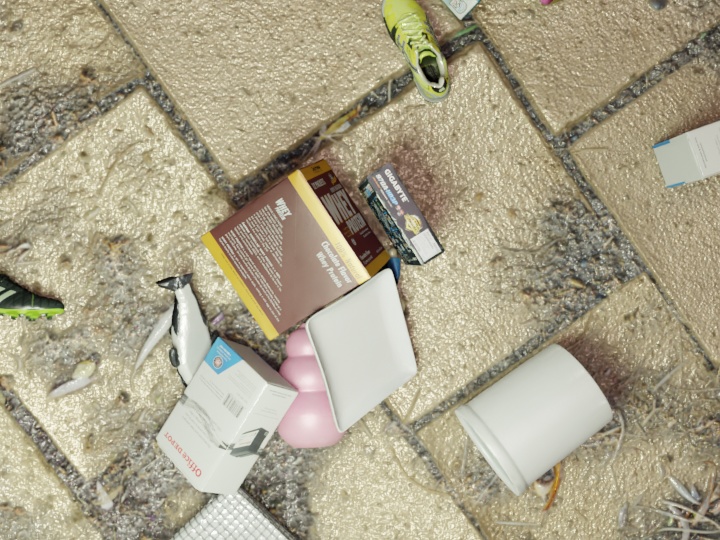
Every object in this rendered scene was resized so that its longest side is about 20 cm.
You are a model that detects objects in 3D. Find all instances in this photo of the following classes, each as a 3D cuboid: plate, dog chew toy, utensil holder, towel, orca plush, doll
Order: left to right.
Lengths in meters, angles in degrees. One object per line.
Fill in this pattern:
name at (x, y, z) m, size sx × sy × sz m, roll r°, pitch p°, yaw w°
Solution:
orca plush at (-0.298, 0.101, 1.482) m, size 0.105 × 0.071 × 0.200 m, roll -45°, pitch 129°, yaw -41°
towel at (-0.200, 0.462, 1.494) m, size 0.200 × 0.086 × 0.166 m, roll 44°, pitch 89°, yaw -6°
dog chew toy at (-0.080, 0.186, 1.484) m, size 0.124 × 0.125 × 0.200 m, roll -2°, pitch 83°, yaw -5°
plate at (-0.001, 0.123, 1.444) m, size 0.200 × 0.032 × 0.200 m, roll -32°, pitch 116°, yaw -38°
doll at (0.000, 0.000, 1.518) m, size 0.136 × 0.048 × 0.200 m, roll -42°, pitch 91°, yaw -2°
utensil holder at (0.284, 0.240, 1.490) m, size 0.200 × 0.170 × 0.170 m, roll -35°, pitch 94°, yaw -6°

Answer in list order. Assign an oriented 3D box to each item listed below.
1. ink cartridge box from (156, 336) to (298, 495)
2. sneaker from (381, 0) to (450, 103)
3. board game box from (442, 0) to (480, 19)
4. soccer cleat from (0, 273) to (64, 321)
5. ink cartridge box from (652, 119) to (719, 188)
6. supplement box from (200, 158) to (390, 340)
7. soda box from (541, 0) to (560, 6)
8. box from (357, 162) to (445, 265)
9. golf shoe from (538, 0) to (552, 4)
ink cartridge box at (-0.213, 0.231, 1.442) m, size 0.145 × 0.084 × 0.200 m, roll 36°, pitch 96°, yaw 39°
sneaker at (0.100, -0.378, 1.507) m, size 0.075 × 0.076 × 0.200 m, roll -29°, pitch 92°, yaw -2°
board game box at (0.152, -0.538, 1.483) m, size 0.200 × 0.047 × 0.151 m, roll 46°, pitch 125°, yaw -4°
soccer cleat at (-0.577, 0.036, 1.465) m, size 0.200 × 0.068 × 0.081 m, roll 6°, pitch 78°, yaw -5°
ink cartridge box at (0.617, -0.213, 1.518) m, size 0.200 × 0.146 × 0.086 m, roll -21°, pitch 91°, yaw -5°
supplement box at (-0.099, -0.035, 1.434) m, size 0.200 × 0.133 × 0.197 m, roll -33°, pitch 94°, yaw 20°
soda box at (0.312, -0.555, 1.529) m, size 0.068 × 0.064 × 0.200 m, roll -20°, pitch 92°, yaw -4°
box at (0.061, -0.085, 1.447) m, size 0.046 × 0.200 × 0.159 m, roll -32°, pitch 92°, yaw -3°
golf shoe at (0.308, -0.530, 1.470) m, size 0.091 × 0.075 × 0.200 m, roll 18°, pitch 89°, yaw 13°
